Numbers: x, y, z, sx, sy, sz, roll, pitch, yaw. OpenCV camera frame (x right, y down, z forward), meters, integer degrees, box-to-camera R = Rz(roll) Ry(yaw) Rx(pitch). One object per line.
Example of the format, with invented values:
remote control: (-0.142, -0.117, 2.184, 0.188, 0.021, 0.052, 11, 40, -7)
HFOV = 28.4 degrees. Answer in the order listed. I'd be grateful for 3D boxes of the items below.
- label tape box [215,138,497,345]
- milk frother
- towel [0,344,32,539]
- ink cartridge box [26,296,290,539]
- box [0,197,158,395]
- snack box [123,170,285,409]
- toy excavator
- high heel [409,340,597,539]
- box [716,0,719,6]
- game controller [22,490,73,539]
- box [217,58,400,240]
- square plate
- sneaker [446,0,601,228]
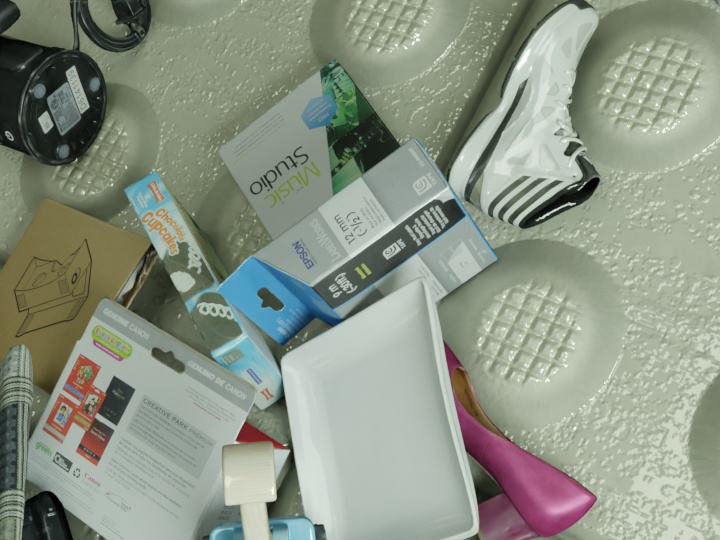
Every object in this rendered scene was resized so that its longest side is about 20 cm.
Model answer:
label tape box: (0.000, 0.000, 1.166, 0.200, 0.143, 0.066, -37, 59, 3)
milk frother: (-0.340, -0.227, 1.457, 0.188, 0.181, 0.200, 19, 34, 30)
towel: (-0.318, 0.193, 1.237, 0.200, 0.035, 0.193, -49, 39, 48)
ink cartridge box: (-0.169, 0.142, 1.207, 0.200, 0.084, 0.176, 28, 94, 32)
box: (-0.284, 0.022, 1.335, 0.200, 0.021, 0.164, 21, 79, 48)
snack box: (-0.134, 0.016, 1.242, 0.037, 0.116, 0.200, -32, 57, 0)
toy excavator: (-0.069, 0.220, 1.041, 0.100, 0.200, 0.195, -5, 86, -5)
high heel: (0.109, 0.116, 1.114, 0.096, 0.067, 0.200, -30, 73, 20)
box: (0.362, -0.329, 1.162, 0.200, 0.115, 0.132, -20, 61, 17)
game controller: (-0.250, 0.287, 1.183, 0.042, 0.104, 0.200, -12, 73, -28)
box: (-0.028, -0.080, 1.284, 0.144, 0.036, 0.200, -38, 58, 6)
square plate: (0.015, 0.131, 1.121, 0.198, 0.028, 0.200, -32, 62, 46)
sneaker: (0.171, -0.123, 1.198, 0.115, 0.076, 0.201, 32, 92, 24)
